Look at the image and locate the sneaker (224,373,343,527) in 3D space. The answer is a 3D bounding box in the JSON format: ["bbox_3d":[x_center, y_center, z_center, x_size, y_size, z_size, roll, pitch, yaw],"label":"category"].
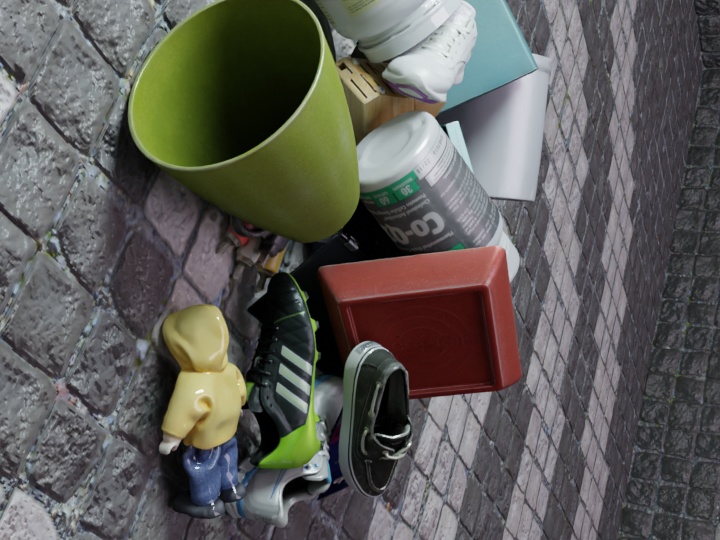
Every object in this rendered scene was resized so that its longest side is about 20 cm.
[{"bbox_3d":[-0.057,0.199,1.150,0.200,0.086,0.075,-53,144,-32],"label":"sneaker"}]

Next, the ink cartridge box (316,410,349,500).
[{"bbox_3d":[-0.006,0.174,1.278,0.037,0.095,0.201,32,54,-15],"label":"ink cartridge box"}]

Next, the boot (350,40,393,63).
[{"bbox_3d":[0.016,-0.218,1.319,0.097,0.074,0.200,-57,160,-2],"label":"boot"}]

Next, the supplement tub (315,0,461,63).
[{"bbox_3d":[0.003,-0.332,1.095,0.200,0.144,0.145,53,44,-22],"label":"supplement tub"}]

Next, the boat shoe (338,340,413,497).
[{"bbox_3d":[0.020,0.173,1.136,0.070,0.064,0.201,-27,130,-32],"label":"boat shoe"}]

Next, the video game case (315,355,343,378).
[{"bbox_3d":[0.002,0.039,1.225,0.200,0.018,0.143,-53,127,-10],"label":"video game case"}]

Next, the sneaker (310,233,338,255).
[{"bbox_3d":[0.021,-0.024,1.275,0.199,0.070,0.109,-14,113,-36],"label":"sneaker"}]

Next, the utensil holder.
[{"bbox_3d":[0.181,-0.204,1.517,0.170,0.169,0.202,-1,96,-64],"label":"utensil holder"}]

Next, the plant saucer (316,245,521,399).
[{"bbox_3d":[0.067,0.071,1.141,0.037,0.198,0.201,-86,166,-50],"label":"plant saucer"}]

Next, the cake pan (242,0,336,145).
[{"bbox_3d":[-0.085,-0.203,1.119,0.200,0.036,0.202,-17,109,-62],"label":"cake pan"}]

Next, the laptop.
[{"bbox_3d":[0.000,0.000,1.194,0.187,0.115,0.201,42,50,-37],"label":"laptop"}]

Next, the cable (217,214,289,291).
[{"bbox_3d":[-0.081,-0.081,1.108,0.097,0.050,0.201,48,61,-41],"label":"cable"}]

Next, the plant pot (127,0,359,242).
[{"bbox_3d":[-0.080,-0.116,0.973,0.200,0.186,0.188,53,48,-53],"label":"plant pot"}]

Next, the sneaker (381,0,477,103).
[{"bbox_3d":[0.078,-0.239,1.136,0.200,0.074,0.100,-56,168,-64],"label":"sneaker"}]

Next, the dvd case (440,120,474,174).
[{"bbox_3d":[0.099,-0.107,1.341,0.200,0.022,0.147,-174,-114,-74],"label":"dvd case"}]

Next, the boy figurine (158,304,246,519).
[{"bbox_3d":[-0.152,0.132,1.007,0.124,0.064,0.202,-31,121,-59],"label":"boy figurine"}]

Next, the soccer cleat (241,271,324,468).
[{"bbox_3d":[-0.085,0.103,1.081,0.081,0.067,0.202,-5,90,-30],"label":"soccer cleat"}]

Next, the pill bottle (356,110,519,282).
[{"bbox_3d":[0.081,-0.060,1.128,0.200,0.113,0.114,50,47,-29],"label":"pill bottle"}]

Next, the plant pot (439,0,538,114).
[{"bbox_3d":[0.120,-0.318,1.355,0.141,0.141,0.201,-59,126,-81],"label":"plant pot"}]

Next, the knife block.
[{"bbox_3d":[0.007,-0.152,1.221,0.199,0.064,0.176,-7,141,-53],"label":"knife block"}]
